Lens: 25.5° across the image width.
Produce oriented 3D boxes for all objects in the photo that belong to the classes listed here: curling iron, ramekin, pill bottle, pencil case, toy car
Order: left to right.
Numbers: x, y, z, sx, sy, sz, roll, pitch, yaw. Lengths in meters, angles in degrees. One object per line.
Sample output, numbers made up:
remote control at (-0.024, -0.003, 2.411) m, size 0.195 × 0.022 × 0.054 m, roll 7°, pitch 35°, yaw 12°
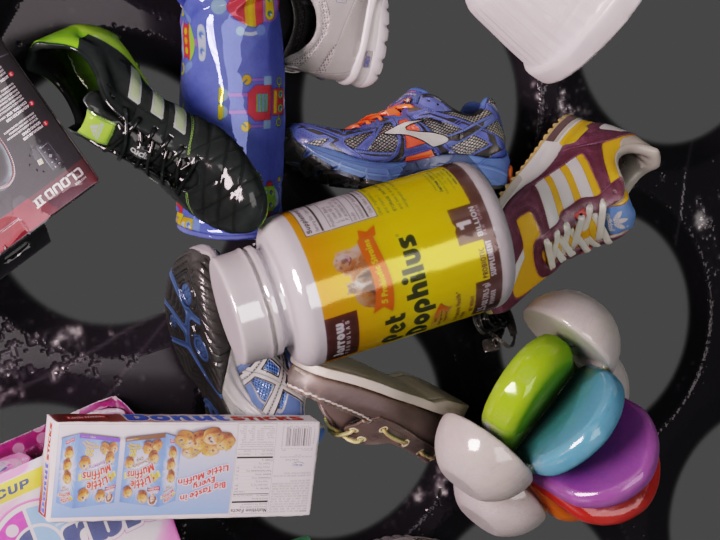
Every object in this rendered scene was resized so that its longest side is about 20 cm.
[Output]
pencil case at (-0.097, -0.122, 1.145) m, size 0.078 × 0.087 × 0.201 m, roll -12°, pitch 105°, yaw -48°
pill bottle at (0.000, 0.000, 1.113) m, size 0.199 × 0.109 × 0.110 m, roll -17°, pitch 105°, yaw -13°
curling iron at (0.080, -0.004, 1.232) m, size 0.025 × 0.050 × 0.200 m, roll -15°, pitch 134°, yaw 18°
toy car at (0.162, 0.130, 1.231) m, size 0.175 × 0.150 × 0.200 m, roll -50°, pitch 152°, yaw -14°
ramekin at (0.157, -0.246, 1.181) m, size 0.094 × 0.202 × 0.203 m, roll 32°, pitch 84°, yaw -11°

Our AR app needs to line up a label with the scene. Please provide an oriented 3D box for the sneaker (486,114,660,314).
sneaker at (0.160, -0.041, 1.228) m, size 0.200 × 0.090 × 0.075 m, roll -57°, pitch 150°, yaw -28°

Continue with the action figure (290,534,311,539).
action figure at (-0.125, 0.240, 1.182) m, size 0.199 × 0.118 × 0.055 m, roll -10°, pitch 75°, yaw -12°

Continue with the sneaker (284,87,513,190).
sneaker at (0.027, -0.101, 1.215) m, size 0.199 × 0.075 × 0.079 m, roll 0°, pitch 89°, yaw -32°

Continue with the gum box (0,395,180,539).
gum box at (-0.240, 0.185, 1.134) m, size 0.199 × 0.066 × 0.114 m, roll -23°, pitch 108°, yaw -20°

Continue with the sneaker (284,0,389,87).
sneaker at (-0.020, -0.235, 1.163) m, size 0.082 × 0.075 × 0.201 m, roll -3°, pitch 100°, yaw -25°

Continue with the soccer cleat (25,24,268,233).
soccer cleat at (-0.148, -0.091, 1.083) m, size 0.081 × 0.200 × 0.068 m, roll -27°, pitch 156°, yaw -55°

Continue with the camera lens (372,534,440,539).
camera lens at (0.064, 0.299, 1.213) m, size 0.159 × 0.200 × 0.161 m, roll -4°, pitch 99°, yaw -24°

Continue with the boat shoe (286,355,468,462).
boat shoe at (0.009, 0.105, 1.204) m, size 0.200 × 0.072 × 0.060 m, roll 21°, pitch 97°, yaw -53°

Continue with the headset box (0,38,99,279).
headset box at (-0.285, -0.083, 1.069) m, size 0.148 × 0.075 × 0.200 m, roll -39°, pitch 111°, yaw -14°

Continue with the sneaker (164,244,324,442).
sneaker at (-0.087, 0.066, 1.188) m, size 0.077 × 0.076 × 0.201 m, roll -29°, pitch 118°, yaw -24°

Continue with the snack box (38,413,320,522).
snack box at (-0.126, 0.139, 1.128) m, size 0.199 × 0.024 × 0.072 m, roll 3°, pitch 99°, yaw -27°
